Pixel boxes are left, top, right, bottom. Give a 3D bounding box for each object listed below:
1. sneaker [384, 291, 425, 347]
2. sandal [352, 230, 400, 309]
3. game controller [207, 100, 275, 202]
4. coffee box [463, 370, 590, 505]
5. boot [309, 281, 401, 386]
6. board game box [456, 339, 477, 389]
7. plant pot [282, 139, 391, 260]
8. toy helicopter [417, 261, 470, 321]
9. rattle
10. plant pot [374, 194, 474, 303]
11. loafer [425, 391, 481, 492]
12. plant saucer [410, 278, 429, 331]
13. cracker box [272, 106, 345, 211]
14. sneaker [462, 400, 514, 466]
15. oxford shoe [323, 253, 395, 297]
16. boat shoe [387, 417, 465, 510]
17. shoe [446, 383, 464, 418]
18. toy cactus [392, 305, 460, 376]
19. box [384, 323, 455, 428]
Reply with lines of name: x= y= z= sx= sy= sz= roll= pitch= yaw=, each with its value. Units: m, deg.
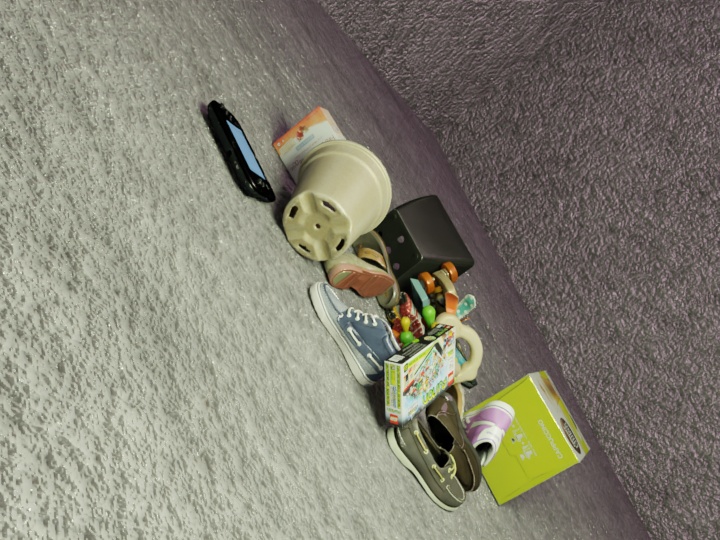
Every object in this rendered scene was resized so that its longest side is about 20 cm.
sneaker: x=0.110 y=0.129 z=1.379 sx=0.082 sy=0.077 sz=0.202 roll=47 pitch=21 yaw=-30
sandal: x=0.023 y=-0.009 z=1.422 sx=0.054 sy=0.081 sz=0.203 roll=-1 pitch=64 yaw=-43
game controller: x=-0.213 y=-0.212 z=1.174 sx=0.202 sy=0.042 sz=0.104 roll=63 pitch=19 yaw=15
coffee box: x=0.359 y=0.361 z=1.437 sx=0.202 sy=0.199 sz=0.197 roll=62 pitch=19 yaw=19
boot: x=-0.003 y=0.092 z=1.127 sx=0.202 sy=0.090 sz=0.073 roll=58 pitch=19 yaw=4
board game box: x=0.212 y=0.203 z=1.596 sx=0.199 sy=0.028 sz=0.137 roll=34 pitch=30 yaw=-51
plant pot: x=-0.057 y=-0.118 z=1.226 sx=0.201 sy=0.199 sz=0.184 roll=51 pitch=31 yaw=-14
toy helicopter: x=0.178 y=0.084 z=1.450 sx=0.134 sy=0.078 sz=0.201 roll=60 pitch=-21 yaw=22
rattle: x=0.189 y=0.127 z=1.383 sx=0.143 sy=0.127 sz=0.204 roll=-56 pitch=138 yaw=-73
plant pot: x=0.109 y=-0.046 z=1.511 sx=0.176 sy=0.199 sz=0.202 roll=2 pitch=56 yaw=-55
loafer: x=0.157 y=0.321 z=1.180 sx=0.071 sy=0.072 sz=0.203 roll=-36 pitch=106 yaw=-51
plant saucer: x=0.141 y=0.104 z=1.442 sx=0.202 sy=0.019 sz=0.070 roll=77 pitch=-9 yaw=-46
cracker box: x=-0.079 y=-0.223 z=1.385 sx=0.202 sy=0.133 sz=0.058 roll=58 pitch=19 yaw=6
sneaker: x=0.221 y=0.335 z=1.270 sx=0.072 sy=0.202 sz=0.115 roll=29 pitch=57 yaw=6
oxford shoe: x=0.000 y=0.000 z=1.310 sx=0.199 sy=0.071 sz=0.075 roll=22 pitch=33 yaw=-53
boat shoe: x=0.126 y=0.331 z=1.110 sx=0.202 sy=0.060 sz=0.072 roll=50 pitch=20 yaw=-20
shoe: x=0.195 y=0.278 z=1.360 sx=0.053 sy=0.070 sz=0.200 roll=44 pitch=18 yaw=-9
toy cactus: x=0.126 y=0.177 z=1.253 sx=0.164 sy=0.101 sz=0.204 roll=25 pitch=62 yaw=-41
box: x=0.105 y=0.174 z=1.115 sx=0.199 sy=0.034 sz=0.112 roll=-24 pitch=116 yaw=-54
